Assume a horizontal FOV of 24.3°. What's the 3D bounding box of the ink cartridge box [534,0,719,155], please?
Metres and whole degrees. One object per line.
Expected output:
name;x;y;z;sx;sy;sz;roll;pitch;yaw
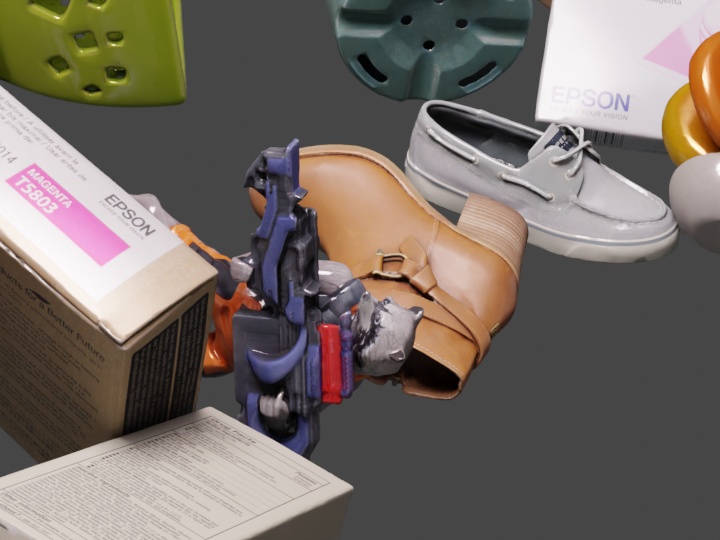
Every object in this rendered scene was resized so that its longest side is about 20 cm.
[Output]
ink cartridge box;0.237;-0.184;1.236;0.194;0.043;0.202;7;76;7

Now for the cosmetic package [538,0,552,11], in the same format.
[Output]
cosmetic package;0.178;-0.282;1.391;0.086;0.104;0.200;-18;41;-24

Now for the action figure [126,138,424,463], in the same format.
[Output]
action figure;-0.052;0.004;0.955;0.192;0.202;0.104;18;28;22

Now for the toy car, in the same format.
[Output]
toy car;0.302;-0.099;1.095;0.198;0.151;0.176;16;58;5

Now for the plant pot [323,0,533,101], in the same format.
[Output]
plant pot;0.044;-0.246;1.282;0.197;0.202;0.198;-2;47;-6

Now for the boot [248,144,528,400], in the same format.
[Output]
boot;0.000;0.000;1.052;0.198;0.074;0.155;11;43;15

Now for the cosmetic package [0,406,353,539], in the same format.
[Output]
cosmetic package;-0.101;0.135;0.810;0.103;0.074;0.199;26;18;25

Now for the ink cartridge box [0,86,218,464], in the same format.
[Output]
ink cartridge box;-0.175;0.010;0.892;0.200;0.166;0.075;40;53;18

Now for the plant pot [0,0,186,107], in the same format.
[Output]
plant pot;-0.232;-0.243;1.252;0.179;0.202;0.200;-9;39;-2

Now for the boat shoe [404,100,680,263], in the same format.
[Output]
boat shoe;0.123;-0.065;1.137;0.199;0.072;0.070;19;40;17
